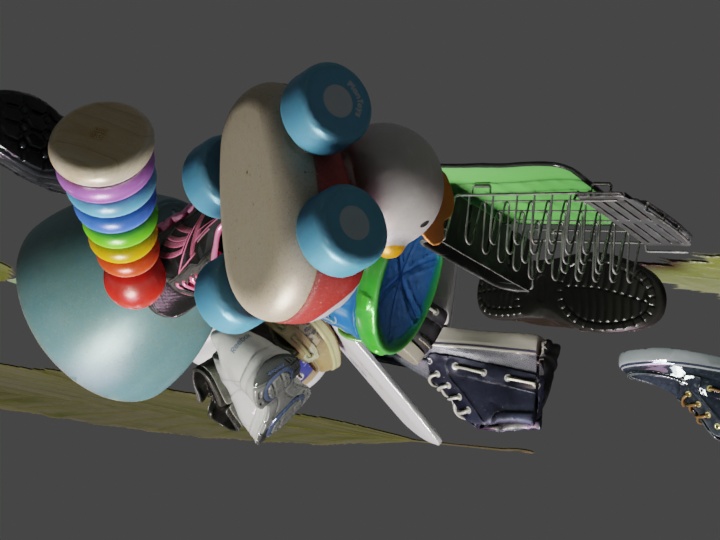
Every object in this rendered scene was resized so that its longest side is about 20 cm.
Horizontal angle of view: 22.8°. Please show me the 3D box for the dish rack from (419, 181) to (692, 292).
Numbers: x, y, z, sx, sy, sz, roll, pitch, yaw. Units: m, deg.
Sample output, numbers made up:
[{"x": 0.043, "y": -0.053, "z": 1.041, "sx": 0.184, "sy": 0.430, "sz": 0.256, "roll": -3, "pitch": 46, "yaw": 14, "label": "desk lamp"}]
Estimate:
[{"x": 0.168, "y": -0.027, "z": 1.480, "sx": 0.199, "sy": 0.055, "sz": 0.153, "roll": 0, "pitch": 165, "yaw": 36, "label": "dish rack"}]

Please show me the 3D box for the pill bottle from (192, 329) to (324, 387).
[{"x": -0.133, "y": 0.056, "z": 1.959, "sx": 0.199, "sy": 0.121, "sz": 0.119, "roll": 21, "pitch": 163, "yaw": -41, "label": "pill bottle"}]

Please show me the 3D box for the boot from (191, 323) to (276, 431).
[{"x": -0.125, "y": 0.065, "z": 1.817, "sx": 0.067, "sy": 0.131, "sz": 0.201, "roll": 16, "pitch": 141, "yaw": 34, "label": "boot"}]

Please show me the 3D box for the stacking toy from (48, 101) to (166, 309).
[{"x": -0.201, "y": -0.042, "z": 1.479, "sx": 0.085, "sy": 0.086, "sz": 0.201, "roll": 8, "pitch": 141, "yaw": 9, "label": "stacking toy"}]

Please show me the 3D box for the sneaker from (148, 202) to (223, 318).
[{"x": -0.130, "y": -0.011, "z": 1.541, "sx": 0.079, "sy": 0.096, "sz": 0.200, "roll": 14, "pitch": 135, "yaw": -30, "label": "sneaker"}]

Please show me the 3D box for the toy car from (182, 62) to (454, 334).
[{"x": -0.001, "y": -0.046, "z": 1.336, "sx": 0.199, "sy": 0.178, "sz": 0.184, "roll": 3, "pitch": 162, "yaw": -34, "label": "toy car"}]

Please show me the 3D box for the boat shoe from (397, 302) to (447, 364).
[{"x": 0.000, "y": 0.000, "z": 1.672, "sx": 0.200, "sy": 0.063, "sz": 0.073, "roll": 44, "pitch": 171, "yaw": -10, "label": "boat shoe"}]

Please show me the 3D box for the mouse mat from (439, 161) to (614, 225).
[{"x": 0.117, "y": -0.063, "z": 1.496, "sx": 0.199, "sy": 0.008, "sz": 0.161, "roll": 3, "pitch": 166, "yaw": 32, "label": "mouse mat"}]

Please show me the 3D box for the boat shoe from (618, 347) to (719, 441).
[{"x": 0.385, "y": 0.143, "z": 2.008, "sx": 0.199, "sy": 0.092, "sz": 0.071, "roll": 7, "pitch": 167, "yaw": 13, "label": "boat shoe"}]

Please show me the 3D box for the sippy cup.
[{"x": -0.012, "y": -0.010, "z": 1.552, "sx": 0.130, "sy": 0.179, "sz": 0.139, "roll": 17, "pitch": -160, "yaw": 23, "label": "sippy cup"}]

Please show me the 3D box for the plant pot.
[{"x": -0.205, "y": 0.004, "z": 1.690, "sx": 0.199, "sy": 0.201, "sz": 0.134, "roll": 21, "pitch": 137, "yaw": -41, "label": "plant pot"}]

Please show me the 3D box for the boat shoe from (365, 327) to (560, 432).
[{"x": 0.095, "y": 0.108, "z": 1.767, "sx": 0.199, "sy": 0.093, "sz": 0.075, "roll": 2, "pitch": 167, "yaw": 22, "label": "boat shoe"}]

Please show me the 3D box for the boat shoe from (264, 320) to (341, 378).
[{"x": -0.077, "y": 0.047, "z": 1.768, "sx": 0.073, "sy": 0.063, "sz": 0.200, "roll": 43, "pitch": 169, "yaw": 40, "label": "boat shoe"}]

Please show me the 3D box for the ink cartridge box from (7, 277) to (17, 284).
[{"x": -0.292, "y": -0.010, "z": 1.927, "sx": 0.103, "sy": 0.060, "sz": 0.200, "roll": 18, "pitch": 165, "yaw": -31, "label": "ink cartridge box"}]

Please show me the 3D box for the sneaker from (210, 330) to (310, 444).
[{"x": -0.102, "y": 0.106, "z": 1.768, "sx": 0.087, "sy": 0.074, "sz": 0.200, "roll": 41, "pitch": 160, "yaw": 18, "label": "sneaker"}]

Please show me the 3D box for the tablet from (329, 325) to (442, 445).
[{"x": 0.006, "y": 0.097, "z": 1.830, "sx": 0.200, "sy": 0.014, "sz": 0.130, "roll": 51, "pitch": 173, "yaw": -8, "label": "tablet"}]

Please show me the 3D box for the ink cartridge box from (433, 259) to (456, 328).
[{"x": 0.038, "y": 0.026, "z": 1.810, "sx": 0.114, "sy": 0.068, "sz": 0.200, "roll": 8, "pitch": 167, "yaw": 4, "label": "ink cartridge box"}]

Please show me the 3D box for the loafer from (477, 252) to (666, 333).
[{"x": 0.207, "y": 0.020, "z": 1.680, "sx": 0.199, "sy": 0.074, "sz": 0.071, "roll": 6, "pitch": 178, "yaw": 39, "label": "loafer"}]

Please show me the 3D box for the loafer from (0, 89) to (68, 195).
[{"x": -0.264, "y": -0.098, "z": 1.489, "sx": 0.070, "sy": 0.069, "sz": 0.200, "roll": -10, "pitch": 162, "yaw": 34, "label": "loafer"}]
